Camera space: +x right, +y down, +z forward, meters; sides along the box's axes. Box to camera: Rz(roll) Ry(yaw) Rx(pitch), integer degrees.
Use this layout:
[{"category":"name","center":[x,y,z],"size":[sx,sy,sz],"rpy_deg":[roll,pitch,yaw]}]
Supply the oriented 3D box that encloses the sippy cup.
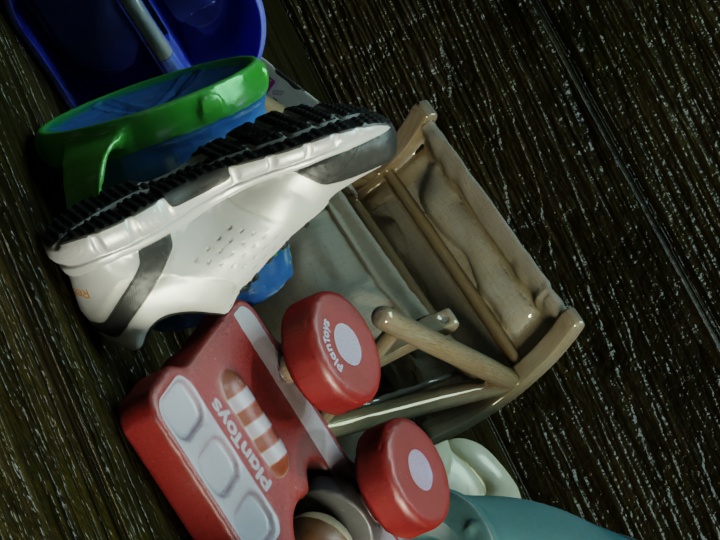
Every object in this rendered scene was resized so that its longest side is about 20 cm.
[{"category":"sippy cup","center":[-0.102,-0.040,1.549],"size":[0.139,0.177,0.131],"rpy_deg":[4,-66,62]}]

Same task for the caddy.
[{"category":"caddy","center":[-0.146,-0.175,1.711],"size":[0.200,0.141,0.105],"rpy_deg":[57,2,-38]}]

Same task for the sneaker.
[{"category":"sneaker","center":[-0.068,-0.027,1.450],"size":[0.080,0.199,0.074],"rpy_deg":[69,-12,-19]}]

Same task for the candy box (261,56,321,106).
[{"category":"candy box","center":[-0.091,-0.140,2.124],"size":[0.200,0.061,0.136],"rpy_deg":[38,1,11]}]

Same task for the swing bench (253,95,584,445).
[{"category":"swing bench","center":[0.000,0.000,1.717],"size":[0.200,0.130,0.199],"rpy_deg":[3,45,-48]}]

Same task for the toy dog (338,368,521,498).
[{"category":"toy dog","center":[0.034,0.151,1.811],"size":[0.194,0.139,0.200],"rpy_deg":[49,-6,43]}]

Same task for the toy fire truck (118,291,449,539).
[{"category":"toy fire truck","center":[-0.046,0.118,1.455],"size":[0.200,0.112,0.168],"rpy_deg":[60,29,-14]}]

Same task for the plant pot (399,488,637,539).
[{"category":"plant pot","center":[0.074,0.219,1.612],"size":[0.188,0.200,0.200],"rpy_deg":[35,23,-45]}]
